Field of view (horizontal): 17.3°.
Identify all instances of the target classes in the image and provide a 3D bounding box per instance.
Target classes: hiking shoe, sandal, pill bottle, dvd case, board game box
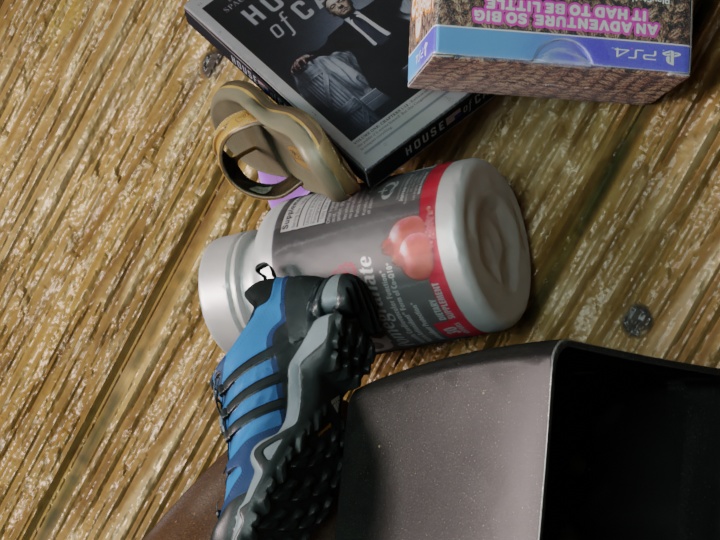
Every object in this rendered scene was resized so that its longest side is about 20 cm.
[{"bbox_3d":[-0.055,0.093,1.429,0.086,0.074,0.201,6,62,31],"label":"hiking shoe"},{"bbox_3d":[-0.061,-0.073,1.520,0.054,0.080,0.200,-42,23,-8],"label":"sandal"},{"bbox_3d":[0.000,0.000,1.518,0.199,0.111,0.111,-12,77,27],"label":"pill bottle"},{"bbox_3d":[0.000,-0.156,1.538,0.150,0.025,0.200,-37,57,-15],"label":"dvd case"},{"bbox_3d":[0.117,-0.213,1.450,0.158,0.097,0.201,4,83,-8],"label":"board game box"}]

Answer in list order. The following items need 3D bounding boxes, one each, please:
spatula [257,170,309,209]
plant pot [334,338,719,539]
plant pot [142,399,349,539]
[{"bbox_3d":[0.006,-0.109,1.581,0.200,0.021,0.057,-34,63,20],"label":"spatula"},{"bbox_3d":[0.094,0.148,1.409,0.177,0.199,0.201,0,83,40],"label":"plant pot"},{"bbox_3d":[-0.047,0.180,1.494,0.186,0.187,0.201,24,80,29],"label":"plant pot"}]
